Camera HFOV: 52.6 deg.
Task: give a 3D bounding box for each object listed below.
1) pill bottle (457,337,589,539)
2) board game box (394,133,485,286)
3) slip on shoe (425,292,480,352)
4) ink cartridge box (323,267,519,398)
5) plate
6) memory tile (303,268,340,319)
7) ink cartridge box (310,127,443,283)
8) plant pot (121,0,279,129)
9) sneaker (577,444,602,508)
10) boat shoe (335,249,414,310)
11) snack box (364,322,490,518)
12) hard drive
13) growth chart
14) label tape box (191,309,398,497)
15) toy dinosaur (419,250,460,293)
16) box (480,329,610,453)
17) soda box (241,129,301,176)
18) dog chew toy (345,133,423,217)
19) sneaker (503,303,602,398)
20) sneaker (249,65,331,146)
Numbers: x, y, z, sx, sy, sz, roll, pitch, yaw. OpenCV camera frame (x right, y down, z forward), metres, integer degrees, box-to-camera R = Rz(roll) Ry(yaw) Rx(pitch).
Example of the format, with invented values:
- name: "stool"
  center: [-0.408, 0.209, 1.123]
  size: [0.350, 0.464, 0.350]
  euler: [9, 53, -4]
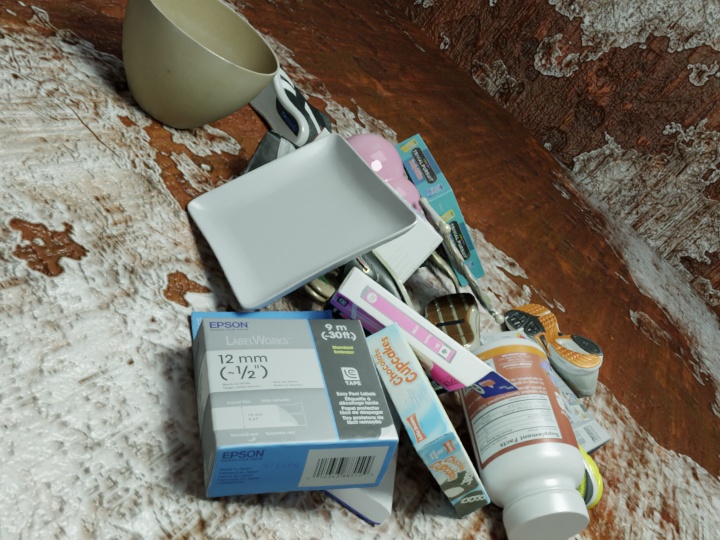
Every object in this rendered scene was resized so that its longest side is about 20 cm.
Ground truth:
- name: "pill bottle"
  center: [0.176, 0.185, 0.794]
  size: [0.111, 0.112, 0.202]
  euler: [24, 40, -33]
- name: "board game box"
  center: [0.128, -0.094, 1.157]
  size: [0.201, 0.047, 0.152]
  euler: [60, 6, -45]
- name: "slip on shoe"
  center: [0.127, 0.087, 0.963]
  size: [0.200, 0.075, 0.061]
  euler: [-85, 165, -71]
- name: "ink cartridge box"
  center: [0.056, 0.077, 0.731]
  size: [0.199, 0.037, 0.095]
  euler: [34, -19, -2]
- name: "plate"
  center: [-0.066, -0.054, 0.781]
  size: [0.200, 0.198, 0.033]
  euler: [51, -16, 42]
- name: "memory tile"
  center: [-0.041, 0.001, 0.869]
  size: [0.200, 0.017, 0.153]
  euler: [50, 15, 21]
- name: "ink cartridge box"
  center: [-0.005, -0.070, 0.908]
  size: [0.200, 0.109, 0.050]
  euler: [43, 10, -10]
- name: "plant pot"
  center: [-0.221, -0.262, 0.929]
  size: [0.199, 0.135, 0.201]
  euler: [32, 27, -18]
- name: "sneaker"
  center: [0.213, 0.199, 0.881]
  size: [0.084, 0.075, 0.201]
  euler: [1, 46, -53]
- name: "boat shoe"
  center: [-0.001, 0.001, 0.839]
  size: [0.063, 0.074, 0.203]
  euler: [-30, 84, -18]
- name: "snack box"
  center: [0.066, 0.147, 0.685]
  size: [0.117, 0.037, 0.201]
  euler: [62, 0, 38]
- name: "hard drive"
  center: [-0.018, 0.134, 0.710]
  size: [0.131, 0.025, 0.201]
  euler: [36, 26, -11]
- name: "growth chart"
  center: [0.137, -0.011, 0.995]
  size: [0.201, 0.018, 0.145]
  euler: [54, 4, -32]
- name: "label tape box"
  center: [-0.065, 0.085, 0.618]
  size: [0.141, 0.067, 0.201]
  euler: [2, 41, -19]
- name: "toy dinosaur"
  center: [0.094, -0.036, 1.124]
  size: [0.201, 0.047, 0.088]
  euler: [56, 18, 22]
- name: "box"
  center: [0.244, 0.173, 1.008]
  size: [0.155, 0.041, 0.201]
  euler: [2, 47, -55]
- name: "soda box"
  center: [-0.053, -0.102, 0.956]
  size: [0.199, 0.071, 0.063]
  euler: [32, 11, -10]
- name: "dog chew toy"
  center: [0.031, -0.097, 1.053]
  size: [0.201, 0.124, 0.124]
  euler: [55, 27, 10]
- name: "sneaker"
  center: [0.289, 0.128, 1.128]
  size: [0.075, 0.093, 0.200]
  euler: [-19, 32, -18]
- name: "sneaker"
  center: [-0.115, -0.266, 1.177]
  size: [0.111, 0.073, 0.201]
  euler: [6, 51, -56]
